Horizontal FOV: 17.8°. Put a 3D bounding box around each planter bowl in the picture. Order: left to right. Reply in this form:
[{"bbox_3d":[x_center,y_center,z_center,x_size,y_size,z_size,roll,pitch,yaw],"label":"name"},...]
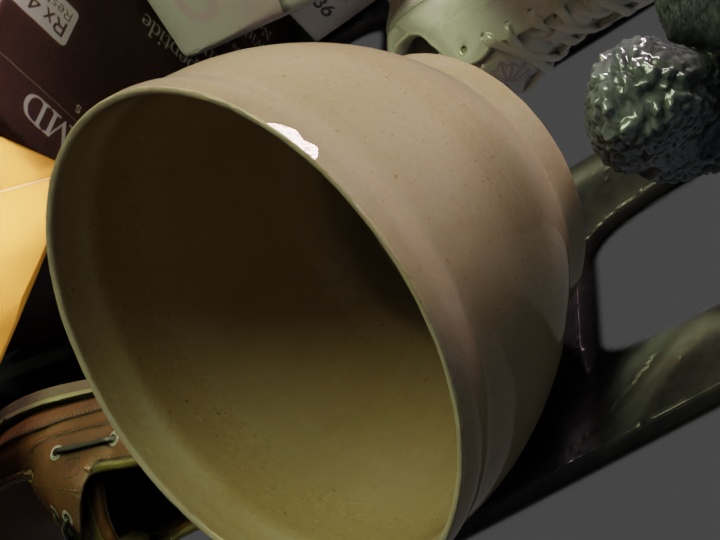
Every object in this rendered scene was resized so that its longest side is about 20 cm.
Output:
[{"bbox_3d":[0.000,0.000,0.851,0.199,0.202,0.134,-7,20,48],"label":"planter bowl"}]

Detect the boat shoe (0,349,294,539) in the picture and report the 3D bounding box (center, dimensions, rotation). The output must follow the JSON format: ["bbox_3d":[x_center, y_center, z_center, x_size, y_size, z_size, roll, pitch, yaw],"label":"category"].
[{"bbox_3d":[-0.108,0.089,0.973,0.199,0.072,0.068,-31,37,33],"label":"boat shoe"}]

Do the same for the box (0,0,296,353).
[{"bbox_3d":[-0.163,-0.094,1.165,0.163,0.166,0.201,-16,42,40],"label":"box"}]

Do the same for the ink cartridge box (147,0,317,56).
[{"bbox_3d":[-0.080,-0.207,1.044,0.162,0.201,0.057,-15,27,53],"label":"ink cartridge box"}]

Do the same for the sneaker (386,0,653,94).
[{"bbox_3d":[0.086,-0.116,0.991,0.199,0.075,0.101,-2,71,51],"label":"sneaker"}]

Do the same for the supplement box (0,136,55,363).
[{"bbox_3d":[-0.242,0.055,1.047,0.200,0.132,0.198,124,167,-51],"label":"supplement box"}]

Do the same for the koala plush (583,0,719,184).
[{"bbox_3d":[0.137,-0.153,0.787,0.182,0.200,0.179,-9,63,23],"label":"koala plush"}]

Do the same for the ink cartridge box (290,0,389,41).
[{"bbox_3d":[-0.034,-0.203,1.180,0.067,0.116,0.201,-33,32,22],"label":"ink cartridge box"}]
